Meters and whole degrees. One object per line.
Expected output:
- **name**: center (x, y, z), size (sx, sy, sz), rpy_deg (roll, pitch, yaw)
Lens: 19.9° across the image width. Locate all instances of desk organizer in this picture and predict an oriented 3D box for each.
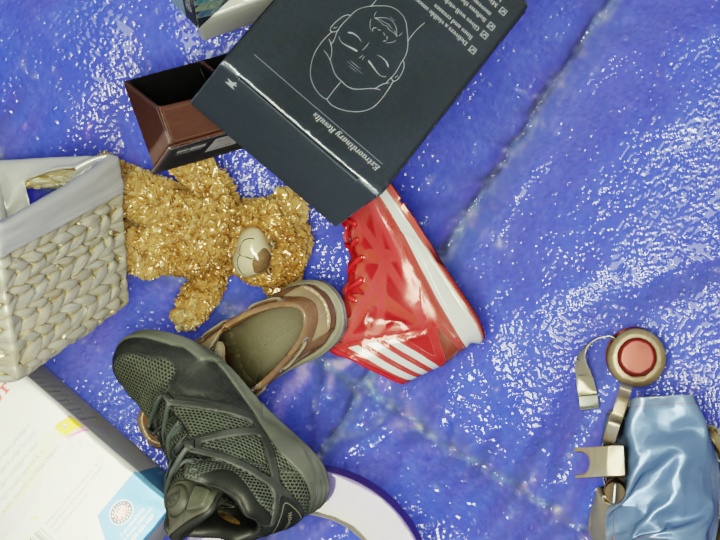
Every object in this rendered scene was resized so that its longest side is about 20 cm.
- **desk organizer**: center (-0.075, -0.145, 1.588), size (0.199, 0.072, 0.077), rpy_deg (-18, 83, -20)

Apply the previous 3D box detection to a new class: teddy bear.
- **teddy bear**: center (-0.139, -0.030, 1.621), size (0.200, 0.067, 0.145), rpy_deg (28, 91, 5)

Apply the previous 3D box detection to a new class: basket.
- **basket**: center (-0.270, -0.002, 1.538), size (0.135, 0.200, 0.124), rpy_deg (-1, 108, 22)

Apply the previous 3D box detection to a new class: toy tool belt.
- **toy tool belt**: center (0.224, 0.141, 1.564), size (0.124, 0.123, 0.201), rpy_deg (-6, 87, 3)

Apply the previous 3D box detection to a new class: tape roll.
- **tape roll**: center (-0.043, 0.252, 1.593), size (0.199, 0.085, 0.201), rpy_deg (0, 86, 3)

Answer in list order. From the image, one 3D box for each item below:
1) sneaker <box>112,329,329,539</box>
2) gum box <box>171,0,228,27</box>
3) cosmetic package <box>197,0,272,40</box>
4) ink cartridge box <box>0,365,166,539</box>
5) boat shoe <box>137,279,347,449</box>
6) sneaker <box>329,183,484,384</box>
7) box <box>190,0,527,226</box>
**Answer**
- **sneaker**: center (-0.127, 0.126, 1.515), size (0.199, 0.114, 0.076), rpy_deg (43, 131, 15)
- **gum box**: center (-0.063, -0.276, 1.496), size (0.200, 0.170, 0.045), rpy_deg (-44, 88, -5)
- **cosmetic package**: center (-0.112, -0.296, 1.624), size (0.107, 0.085, 0.201), rpy_deg (-21, 85, -2)
- **ink cartridge box**: center (-0.248, 0.161, 1.588), size (0.200, 0.125, 0.129), rpy_deg (41, 90, 5)
- **boat shoe**: center (-0.103, 0.073, 1.593), size (0.200, 0.072, 0.076), rpy_deg (-39, 80, 20)
- **sneaker**: center (0.000, 0.000, 1.607), size (0.115, 0.078, 0.200), rpy_deg (-34, 85, 0)
- **box**: center (-0.001, -0.160, 1.518), size (0.148, 0.107, 0.200), rpy_deg (41, 69, -6)
